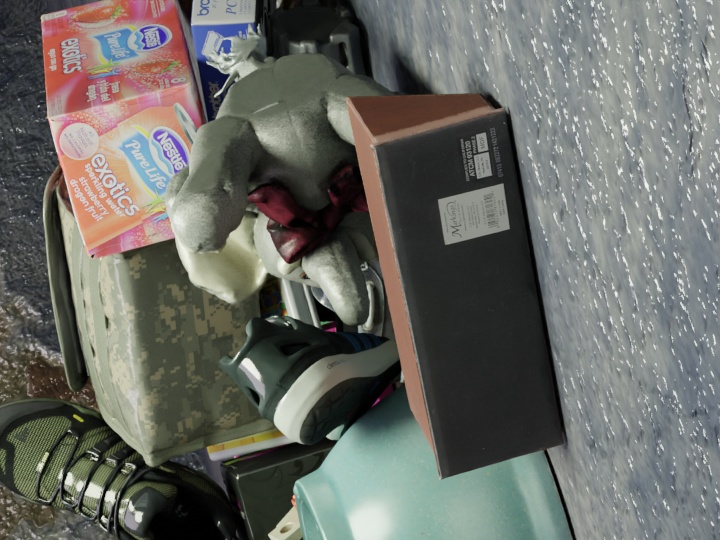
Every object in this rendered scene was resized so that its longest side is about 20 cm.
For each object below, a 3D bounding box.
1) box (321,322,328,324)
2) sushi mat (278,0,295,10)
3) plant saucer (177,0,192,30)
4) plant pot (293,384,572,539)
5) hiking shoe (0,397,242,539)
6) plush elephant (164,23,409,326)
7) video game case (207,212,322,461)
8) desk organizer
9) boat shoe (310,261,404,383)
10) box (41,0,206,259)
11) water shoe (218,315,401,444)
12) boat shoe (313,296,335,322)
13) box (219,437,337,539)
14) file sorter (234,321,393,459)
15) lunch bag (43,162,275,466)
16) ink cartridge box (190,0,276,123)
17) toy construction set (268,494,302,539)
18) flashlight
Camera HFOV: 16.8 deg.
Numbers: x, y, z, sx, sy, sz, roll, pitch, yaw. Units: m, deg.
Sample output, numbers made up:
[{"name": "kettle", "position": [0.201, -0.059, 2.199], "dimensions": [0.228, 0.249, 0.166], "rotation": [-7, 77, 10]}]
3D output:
[{"name": "box", "position": [-0.064, 0.012, 2.074], "dimensions": [0.200, 0.048, 0.118], "rotation": [-139, 34, -76]}, {"name": "sushi mat", "position": [-0.081, -0.114, 1.698], "dimensions": [0.200, 0.012, 0.096], "rotation": [130, 154, -65]}, {"name": "plant saucer", "position": [-0.108, -0.247, 1.704], "dimensions": [0.200, 0.034, 0.202], "rotation": [-5, -90, -81]}, {"name": "plant pot", "position": [0.039, 0.163, 1.444], "dimensions": [0.200, 0.133, 0.201], "rotation": [163, 90, -80]}, {"name": "hiking shoe", "position": [-0.167, 0.142, 1.654], "dimensions": [0.076, 0.199, 0.101], "rotation": [-69, 20, -3]}, {"name": "plush elephant", "position": [-0.031, -0.039, 1.446], "dimensions": [0.200, 0.164, 0.155], "rotation": [-119, 8, -57]}, {"name": "video game case", "position": [-0.082, 0.034, 1.693], "dimensions": [0.200, 0.023, 0.183], "rotation": [-20, 86, 61]}, {"name": "desk organizer", "position": [0.049, 0.000, 1.294], "dimensions": [0.077, 0.071, 0.201], "rotation": [-119, 15, -62]}, {"name": "boat shoe", "position": [0.000, 0.000, 1.592], "dimensions": [0.201, 0.067, 0.072], "rotation": [82, 167, -44]}, {"name": "box", "position": [-0.150, -0.100, 1.585], "dimensions": [0.200, 0.094, 0.103], "rotation": [-109, 6, -65]}, {"name": "water shoe", "position": [-0.027, 0.054, 1.453], "dimensions": [0.079, 0.072, 0.200], "rotation": [40, -176, 8]}, {"name": "boat shoe", "position": [-0.038, -0.061, 1.711], "dimensions": [0.084, 0.068, 0.201], "rotation": [148, 105, -81]}, {"name": "box", "position": [-0.001, 0.214, 1.723], "dimensions": [0.124, 0.148, 0.201], "rotation": [-177, 71, -80]}, {"name": "file sorter", "position": [-0.041, 0.120, 1.877], "dimensions": [0.139, 0.125, 0.201], "rotation": [-133, 28, -71]}, {"name": "lunch bag", "position": [-0.150, 0.013, 1.663], "dimensions": [0.200, 0.117, 0.165], "rotation": [36, 137, 57]}, {"name": "ink cartridge box", "position": [-0.080, -0.202, 1.589], "dimensions": [0.094, 0.044, 0.201], "rotation": [84, -174, -51]}, {"name": "toy construction set", "position": [0.018, 0.195, 1.593], "dimensions": [0.200, 0.131, 0.092], "rotation": [60, 179, -36]}, {"name": "flashlight", "position": [-0.026, -0.084, 1.603], "dimensions": [0.068, 0.067, 0.201], "rotation": [-114, 12, -50]}]
